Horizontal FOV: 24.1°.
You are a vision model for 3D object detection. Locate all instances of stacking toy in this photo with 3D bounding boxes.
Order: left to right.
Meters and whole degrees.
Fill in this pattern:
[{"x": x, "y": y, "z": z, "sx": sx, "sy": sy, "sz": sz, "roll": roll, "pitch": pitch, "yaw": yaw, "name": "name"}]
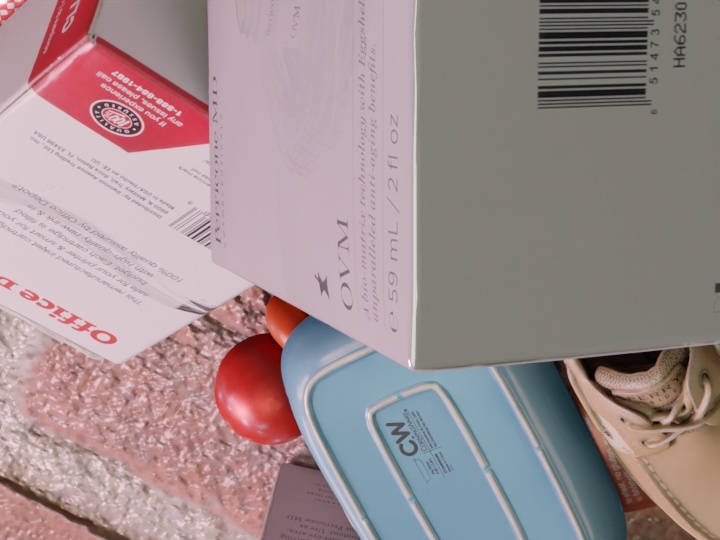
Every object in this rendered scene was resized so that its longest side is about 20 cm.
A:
[{"x": 0.000, "y": 0.000, "z": 0.800, "sx": 0.085, "sy": 0.085, "sz": 0.200, "roll": 36, "pitch": 105, "yaw": -13, "name": "stacking toy"}]

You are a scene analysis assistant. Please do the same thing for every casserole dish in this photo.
[{"x": 0.042, "y": 0.089, "z": 0.766, "sx": 0.121, "sy": 0.039, "sz": 0.200, "roll": -24, "pitch": 105, "yaw": 16, "name": "casserole dish"}]

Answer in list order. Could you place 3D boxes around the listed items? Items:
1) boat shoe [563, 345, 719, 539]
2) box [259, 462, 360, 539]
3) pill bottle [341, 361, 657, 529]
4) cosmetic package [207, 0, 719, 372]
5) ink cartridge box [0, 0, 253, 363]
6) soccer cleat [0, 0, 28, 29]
[{"x": 0.124, "y": 0.048, "z": 0.728, "sx": 0.071, "sy": 0.065, "sz": 0.200, "roll": -35, "pitch": 94, "yaw": 16, "name": "boat shoe"}, {"x": -0.019, "y": 0.227, "z": 0.883, "sx": 0.106, "sy": 0.200, "sz": 0.152, "roll": 13, "pitch": 121, "yaw": 0, "name": "box"}, {"x": 0.088, "y": 0.072, "z": 0.834, "sx": 0.200, "sy": 0.112, "sz": 0.112, "roll": -15, "pitch": 116, "yaw": 15, "name": "pill bottle"}, {"x": 0.030, "y": -0.086, "z": 0.583, "sx": 0.123, "sy": 0.200, "sz": 0.200, "roll": -4, "pitch": 101, "yaw": -21, "name": "cosmetic package"}, {"x": -0.105, "y": -0.051, "z": 0.754, "sx": 0.144, "sy": 0.084, "sz": 0.200, "roll": 32, "pitch": 140, "yaw": -27, "name": "ink cartridge box"}, {"x": -0.102, "y": -0.137, "z": 0.752, "sx": 0.200, "sy": 0.069, "sz": 0.085, "roll": -36, "pitch": 91, "yaw": 30, "name": "soccer cleat"}]
